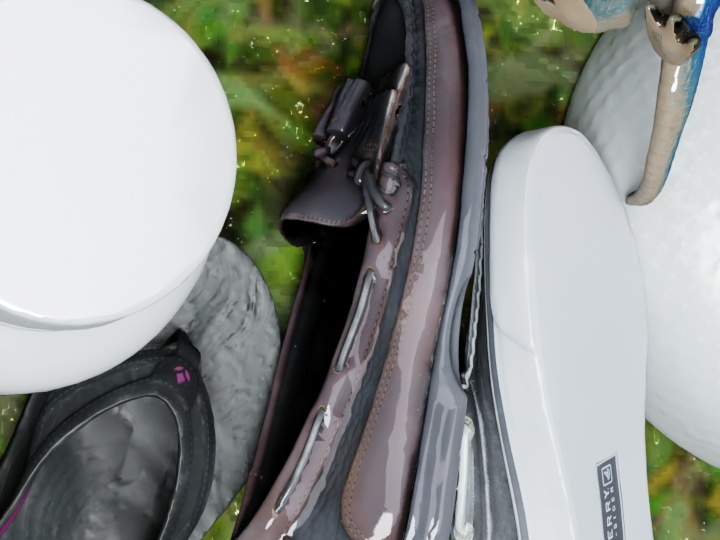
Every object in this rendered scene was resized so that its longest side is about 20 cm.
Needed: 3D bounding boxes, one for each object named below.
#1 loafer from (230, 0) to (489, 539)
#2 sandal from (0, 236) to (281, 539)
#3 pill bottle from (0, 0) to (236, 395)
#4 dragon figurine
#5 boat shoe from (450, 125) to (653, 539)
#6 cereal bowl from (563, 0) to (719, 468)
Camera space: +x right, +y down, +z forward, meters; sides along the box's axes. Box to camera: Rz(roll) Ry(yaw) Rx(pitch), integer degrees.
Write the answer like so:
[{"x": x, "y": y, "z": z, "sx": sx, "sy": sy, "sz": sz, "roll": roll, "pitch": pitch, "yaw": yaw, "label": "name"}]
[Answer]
[{"x": 0.000, "y": 0.000, "z": 0.797, "sx": 0.063, "sy": 0.072, "sz": 0.200, "roll": 9, "pitch": 73, "yaw": -14, "label": "loafer"}, {"x": -0.083, "y": 0.077, "z": 0.781, "sx": 0.075, "sy": 0.048, "sz": 0.201, "roll": 38, "pitch": 75, "yaw": -15, "label": "sandal"}, {"x": -0.102, "y": -0.022, "z": 0.699, "sx": 0.111, "sy": 0.200, "sz": 0.112, "roll": 1, "pitch": 86, "yaw": -21, "label": "pill bottle"}, {"x": 0.100, "y": -0.114, "z": 0.771, "sx": 0.099, "sy": 0.059, "sz": 0.200, "roll": -41, "pitch": 129, "yaw": -31, "label": "dragon figurine"}, {"x": 0.051, "y": 0.056, "z": 0.822, "sx": 0.072, "sy": 0.068, "sz": 0.200, "roll": -18, "pitch": 103, "yaw": -53, "label": "boat shoe"}, {"x": 0.170, "y": -0.025, "z": 0.865, "sx": 0.200, "sy": 0.083, "sz": 0.200, "roll": 1, "pitch": 88, "yaw": -21, "label": "cereal bowl"}]
